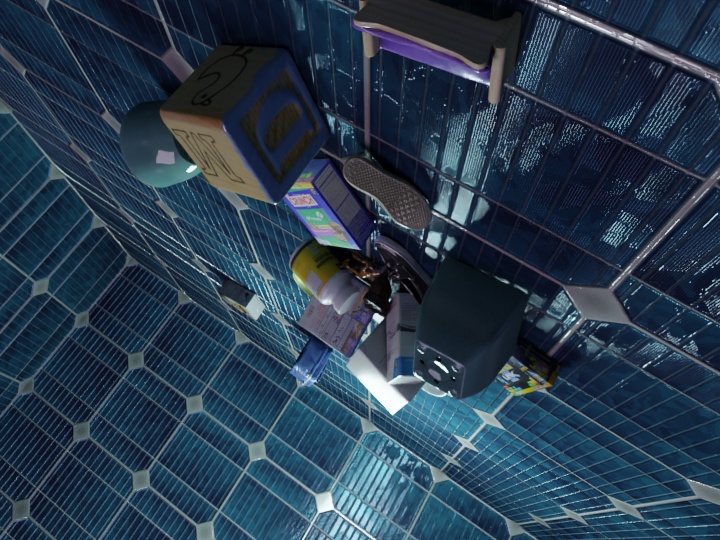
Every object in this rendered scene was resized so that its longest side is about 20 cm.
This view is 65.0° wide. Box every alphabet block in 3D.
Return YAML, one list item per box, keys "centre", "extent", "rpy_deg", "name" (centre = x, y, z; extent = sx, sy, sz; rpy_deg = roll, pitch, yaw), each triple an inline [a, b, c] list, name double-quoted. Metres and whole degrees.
- centre: [-0.208, -0.270, 1.040]
  extent: [0.196, 0.198, 0.198]
  rpy_deg: [18, 152, 36]
  name: "alphabet block"

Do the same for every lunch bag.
- centre: [-0.210, 0.404, 2.449]
  extent: [0.130, 0.203, 0.136]
  rpy_deg: [33, 155, -4]
  name: "lunch bag"

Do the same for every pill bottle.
- centre: [-0.093, 0.017, 1.515]
  extent: [0.200, 0.111, 0.113]
  rpy_deg: [45, 163, 18]
  name: "pill bottle"

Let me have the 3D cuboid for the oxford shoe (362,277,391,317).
- centre: [0.053, 0.067, 1.449]
  extent: [0.071, 0.086, 0.200]
  rpy_deg: [28, 169, 6]
  name: "oxford shoe"

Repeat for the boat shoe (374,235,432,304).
- centre: [0.096, 0.006, 1.309]
  extent: [0.200, 0.067, 0.069]
  rpy_deg: [45, 157, -21]
  name: "boat shoe"

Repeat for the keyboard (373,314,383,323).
- centre: [0.061, 0.150, 1.749]
  extent: [0.198, 0.011, 0.056]
  rpy_deg: [40, 159, -8]
  name: "keyboard"

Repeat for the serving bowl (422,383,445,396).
- centre: [0.200, 0.277, 1.691]
  extent: [0.198, 0.066, 0.203]
  rpy_deg: [37, 151, 24]
  name: "serving bowl"

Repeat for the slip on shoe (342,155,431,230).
- centre: [0.053, -0.150, 1.071]
  extent: [0.197, 0.075, 0.061]
  rpy_deg: [33, -166, -8]
  name: "slip on shoe"

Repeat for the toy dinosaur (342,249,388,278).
- centre: [0.000, 0.000, 1.461]
  extent: [0.106, 0.061, 0.198]
  rpy_deg: [44, 158, -24]
  name: "toy dinosaur"

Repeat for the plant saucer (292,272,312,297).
- centre: [-0.133, 0.057, 1.836]
  extent: [0.196, 0.031, 0.201]
  rpy_deg: [31, 159, 13]
  name: "plant saucer"

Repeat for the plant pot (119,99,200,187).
- centre: [-0.438, -0.307, 1.340]
  extent: [0.157, 0.205, 0.202]
  rpy_deg: [1, 142, 36]
  name: "plant pot"

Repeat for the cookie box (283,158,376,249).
- centre: [-0.083, -0.147, 1.260]
  extent: [0.169, 0.076, 0.201]
  rpy_deg: [11, 147, 50]
  name: "cookie box"

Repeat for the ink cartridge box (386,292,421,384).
- centre: [0.118, 0.175, 1.433]
  extent: [0.081, 0.207, 0.145]
  rpy_deg: [3, 162, -9]
  name: "ink cartridge box"

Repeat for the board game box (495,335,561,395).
- centre: [0.360, 0.221, 1.357]
  extent: [0.163, 0.057, 0.201]
  rpy_deg: [34, 159, 3]
  name: "board game box"

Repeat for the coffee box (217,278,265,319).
- centre: [-0.542, 0.130, 2.571]
  extent: [0.196, 0.081, 0.114]
  rpy_deg: [23, 157, 31]
  name: "coffee box"

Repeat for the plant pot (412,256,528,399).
- centre: [0.204, 0.137, 1.162]
  extent: [0.192, 0.200, 0.200]
  rpy_deg: [25, 140, 25]
  name: "plant pot"

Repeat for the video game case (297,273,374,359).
- centre: [-0.055, 0.111, 1.596]
  extent: [0.178, 0.204, 0.045]
  rpy_deg: [32, -170, 10]
  name: "video game case"

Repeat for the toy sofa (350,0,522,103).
- centre: [0.088, -0.275, 0.688]
  extent: [0.196, 0.099, 0.084]
  rpy_deg: [27, 158, 20]
  name: "toy sofa"

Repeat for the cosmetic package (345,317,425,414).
- centre: [0.090, 0.256, 1.578]
  extent: [0.200, 0.165, 0.166]
  rpy_deg: [44, 152, 7]
  name: "cosmetic package"
